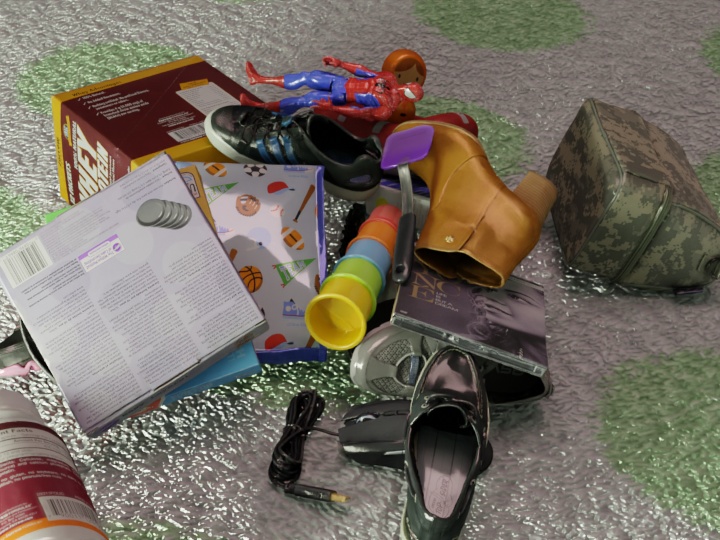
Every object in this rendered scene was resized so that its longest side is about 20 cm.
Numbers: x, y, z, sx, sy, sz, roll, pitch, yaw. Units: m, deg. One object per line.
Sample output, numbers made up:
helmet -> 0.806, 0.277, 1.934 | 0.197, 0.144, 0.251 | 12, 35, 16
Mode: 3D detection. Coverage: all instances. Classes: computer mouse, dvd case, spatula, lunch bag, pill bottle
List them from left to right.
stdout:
pill bottle -> -0.272, 0.190, 1.037 | 0.113, 0.115, 0.200 | -14, 37, -23
lunch bag -> -0.116, 0.004, 1.312 | 0.167, 0.124, 0.202 | -1, 57, -6
computer mouse -> 0.016, 0.156, 1.168 | 0.197, 0.047, 0.141 | 11, 34, 12
spatula -> 0.045, -0.069, 1.283 | 0.056, 0.021, 0.202 | -15, 51, 23
dvd case -> 0.107, 0.031, 1.259 | 0.147, 0.016, 0.200 | 19, 21, -1
lunch bag -> 0.309, -0.074, 1.449 | 0.166, 0.140, 0.201 | 14, 34, -15

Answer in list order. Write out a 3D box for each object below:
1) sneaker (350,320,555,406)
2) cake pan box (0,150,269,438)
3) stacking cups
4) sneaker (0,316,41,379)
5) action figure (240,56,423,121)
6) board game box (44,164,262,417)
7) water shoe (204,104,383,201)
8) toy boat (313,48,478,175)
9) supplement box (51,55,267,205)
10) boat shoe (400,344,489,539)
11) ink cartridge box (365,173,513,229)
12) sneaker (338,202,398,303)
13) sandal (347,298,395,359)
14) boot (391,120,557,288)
sneaker -> 0.089, 0.088, 1.220 | 0.197, 0.076, 0.082 | 0, 16, -15
cake pan box -> -0.208, 0.024, 1.175 | 0.199, 0.052, 0.185 | -33, 77, -7
stacking cups -> 0.000, 0.000, 1.280 | 0.060, 0.061, 0.201 | 9, 31, 10
sneaker -> -0.290, 0.028, 1.265 | 0.199, 0.096, 0.079 | -38, 18, -35
action figure -> -0.030, -0.194, 1.417 | 0.197, 0.052, 0.066 | 4, 63, 9
board game box -> -0.192, 0.021, 1.222 | 0.151, 0.040, 0.202 | -19, 78, -4
water shoe -> -0.066, -0.142, 1.368 | 0.198, 0.079, 0.072 | 20, 54, 4
toy boat -> 0.043, -0.182, 1.477 | 0.199, 0.133, 0.130 | 22, 19, 37
supplement box -> -0.214, -0.126, 1.490 | 0.196, 0.134, 0.199 | -22, 41, -32
boat shoe -> 0.073, 0.141, 1.120 | 0.073, 0.066, 0.201 | 15, 56, 5
ink cartridge box -> 0.088, -0.078, 1.469 | 0.198, 0.048, 0.197 | 15, 15, 22
sneaker -> 0.031, -0.006, 1.400 | 0.072, 0.073, 0.200 | 10, 26, -29
sandal -> 0.085, 0.061, 1.286 | 0.197, 0.076, 0.045 | -2, -9, -11
boot -> 0.085, -0.067, 1.310 | 0.199, 0.071, 0.144 | 25, 53, 22
